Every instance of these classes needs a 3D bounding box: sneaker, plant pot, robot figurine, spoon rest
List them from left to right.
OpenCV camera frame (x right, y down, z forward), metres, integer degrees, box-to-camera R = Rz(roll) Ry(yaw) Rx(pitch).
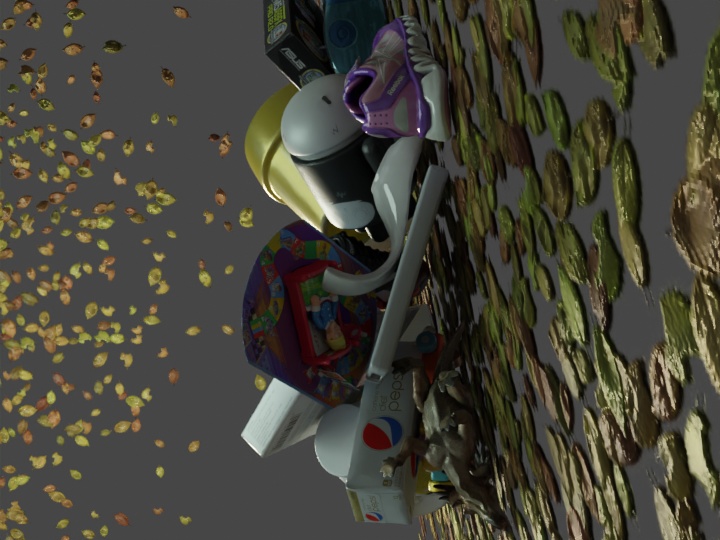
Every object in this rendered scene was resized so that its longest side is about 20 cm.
[{"bbox_3d":[-0.037,-0.141,1.329,0.190,0.199,0.201,58,166,32],"label":"plant pot"},{"bbox_3d":[-0.012,-0.314,1.167,0.131,0.079,0.202,116,152,-82],"label":"sneaker"},{"bbox_3d":[-0.008,-0.131,1.093,0.201,0.149,0.125,58,-144,-33],"label":"robot figurine"},{"bbox_3d":[0.000,0.000,1.122,0.071,0.199,0.099,54,144,44],"label":"sneaker"},{"bbox_3d":[0.024,-0.178,0.877,0.201,0.088,0.081,-104,3,-58],"label":"sneaker"},{"bbox_3d":[0.029,-0.056,0.954,0.100,0.060,0.201,106,-170,-63],"label":"spoon rest"}]

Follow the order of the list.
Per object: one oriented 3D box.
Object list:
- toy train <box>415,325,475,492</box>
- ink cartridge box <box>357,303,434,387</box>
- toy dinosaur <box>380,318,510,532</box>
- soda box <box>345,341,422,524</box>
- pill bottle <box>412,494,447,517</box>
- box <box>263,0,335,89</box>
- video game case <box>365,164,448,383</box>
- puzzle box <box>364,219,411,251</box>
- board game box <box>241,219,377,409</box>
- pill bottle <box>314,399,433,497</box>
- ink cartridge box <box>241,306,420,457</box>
[{"bbox_3d":[0.101,0.164,1.072,0.201,0.055,0.151,73,-159,-49],"label":"toy train"},{"bbox_3d":[0.008,0.133,1.261,0.146,0.198,0.084,81,179,-50],"label":"ink cartridge box"},{"bbox_3d":[0.093,0.159,0.957,0.135,0.085,0.202,35,-130,-48],"label":"toy dinosaur"},{"bbox_3d":[0.034,0.175,1.042,0.201,0.063,0.068,-79,-18,-44],"label":"soda box"},{"bbox_3d":[0.069,0.271,1.467,0.107,0.105,0.201,83,174,-55],"label":"pill bottle"},{"bbox_3d":[-0.041,-0.258,1.187,0.200,0.044,0.161,42,-154,-34],"label":"box"},{"bbox_3d":[0.044,0.012,0.956,0.182,0.022,0.202,96,-170,-80],"label":"video game case"},{"bbox_3d":[-0.011,-0.002,1.257,0.025,0.200,0.133,49,176,2],"label":"puzzle box"},{"bbox_3d":[-0.033,0.045,0.953,0.200,0.039,0.159,37,-117,-44],"label":"board game box"},{"bbox_3d":[0.032,0.223,1.186,0.200,0.112,0.113,25,-134,-55],"label":"pill bottle"},{"bbox_3d":[-0.034,0.117,1.119,0.045,0.201,0.176,41,-156,22],"label":"ink cartridge box"}]
